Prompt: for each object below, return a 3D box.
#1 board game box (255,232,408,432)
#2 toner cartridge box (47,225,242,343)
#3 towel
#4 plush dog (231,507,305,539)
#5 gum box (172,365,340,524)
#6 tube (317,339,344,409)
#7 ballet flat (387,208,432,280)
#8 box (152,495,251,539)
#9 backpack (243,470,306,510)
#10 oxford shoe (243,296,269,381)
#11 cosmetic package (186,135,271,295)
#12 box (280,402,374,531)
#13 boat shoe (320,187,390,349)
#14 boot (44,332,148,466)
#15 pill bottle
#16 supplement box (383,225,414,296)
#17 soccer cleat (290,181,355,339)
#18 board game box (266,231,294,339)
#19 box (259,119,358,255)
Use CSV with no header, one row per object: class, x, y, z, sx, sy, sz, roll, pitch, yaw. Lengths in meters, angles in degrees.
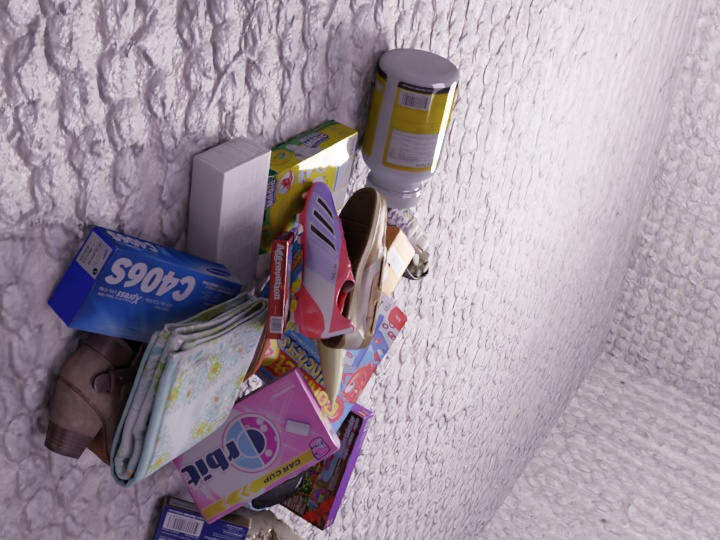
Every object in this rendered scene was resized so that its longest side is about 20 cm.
board game box,-0.055,0.083,1.419,0.200,0.056,0.197,45,70,-34
toner cartridge box,-0.216,0.024,1.081,0.095,0.043,0.200,-55,148,10
towel,-0.180,0.125,1.126,0.171,0.048,0.201,-24,143,-56
plush dog,-0.185,0.434,1.573,0.199,0.161,0.172,2,131,-35
gum box,-0.139,0.220,1.316,0.199,0.114,0.066,-29,180,1
tube,-0.036,0.071,1.352,0.058,0.052,0.202,-8,100,-47
ballet flat,0.083,-0.043,1.688,0.072,0.072,0.201,-56,156,-18
box,-0.236,0.412,1.424,0.032,0.120,0.201,-104,-147,-73
backpack,-0.141,0.258,1.457,0.164,0.153,0.200,-63,179,6
oxford shoe,-0.177,0.113,1.242,0.200,0.071,0.072,-53,156,16
cosmetic package,-0.155,-0.046,1.192,0.082,0.050,0.201,-31,142,-46
box,-0.074,0.277,1.600,0.039,0.136,0.201,-13,126,-62
boat shoe,0.000,0.000,1.289,0.066,0.074,0.202,16,87,-42
boot,-0.258,0.138,1.141,0.147,0.070,0.200,-63,156,-4
pill bottle,0.062,-0.191,1.428,0.112,0.111,0.201,-34,143,-50
supplement box,0.001,0.027,1.550,0.201,0.066,0.069,-57,137,-24
soccer cleat,-0.039,-0.013,1.250,0.067,0.076,0.202,76,16,-63
board game box,-0.088,0.012,1.173,0.200,0.019,0.104,-108,-157,-85
box,-0.082,-0.102,1.298,0.200,0.048,0.118,-38,147,-51
